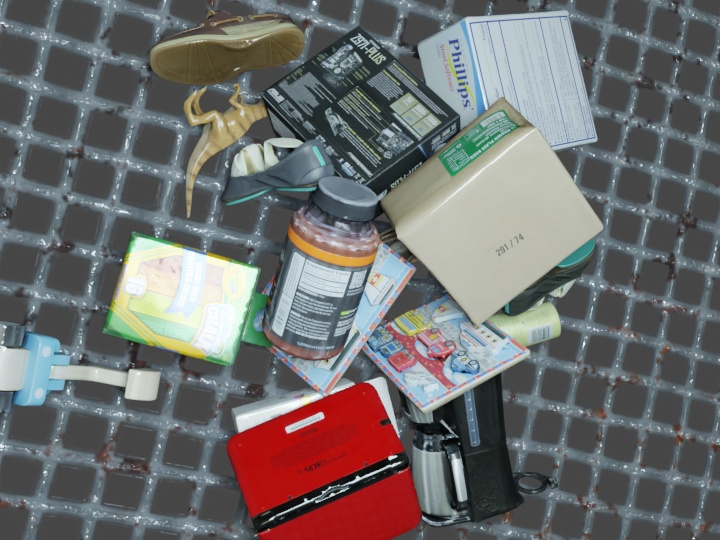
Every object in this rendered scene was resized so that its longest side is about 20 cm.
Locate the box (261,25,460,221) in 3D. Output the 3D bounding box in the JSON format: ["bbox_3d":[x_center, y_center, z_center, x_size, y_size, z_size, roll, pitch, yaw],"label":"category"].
[{"bbox_3d":[0.001,-0.184,1.072,0.164,0.086,0.200,-38,65,-12],"label":"box"}]

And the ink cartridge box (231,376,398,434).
[{"bbox_3d":[-0.056,0.212,1.105,0.199,0.067,0.117,-13,93,-13],"label":"ink cartridge box"}]

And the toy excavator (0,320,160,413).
[{"bbox_3d":[-0.367,0.116,1.015,0.194,0.200,0.100,7,87,30],"label":"toy excavator"}]

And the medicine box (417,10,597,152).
[{"bbox_3d":[0.197,-0.236,1.132,0.199,0.103,0.183,-15,93,-34],"label":"medicine box"}]

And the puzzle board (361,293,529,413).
[{"bbox_3d":[0.097,0.094,1.078,0.150,0.200,0.017,-27,118,-13],"label":"puzzle board"}]

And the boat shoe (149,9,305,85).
[{"bbox_3d":[-0.175,-0.294,1.091,0.199,0.072,0.072,-16,56,-14],"label":"boat shoe"}]

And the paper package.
[{"bbox_3d":[0.154,-0.067,1.018,0.200,0.104,0.191,-38,125,9],"label":"paper package"}]

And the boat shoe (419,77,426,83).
[{"bbox_3d":[0.085,-0.157,1.148,0.071,0.068,0.201,2,89,-14],"label":"boat shoe"}]

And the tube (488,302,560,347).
[{"bbox_3d":[0.177,0.091,1.182,0.199,0.052,0.058,-15,53,-10],"label":"tube"}]

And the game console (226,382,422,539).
[{"bbox_3d":[-0.043,0.263,1.062,0.199,0.119,0.173,-21,63,-11],"label":"game console"}]

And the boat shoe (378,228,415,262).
[{"bbox_3d":[0.000,0.000,1.108,0.199,0.072,0.072,-26,96,-5],"label":"boat shoe"}]

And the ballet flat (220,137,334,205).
[{"bbox_3d":[-0.109,-0.125,1.037,0.073,0.200,0.073,3,85,-43],"label":"ballet flat"}]

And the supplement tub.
[{"bbox_3d":[-0.042,-0.004,0.981,0.106,0.107,0.201,12,115,-14],"label":"supplement tub"}]

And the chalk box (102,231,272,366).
[{"bbox_3d":[-0.194,0.041,1.037,0.199,0.124,0.125,15,85,-10],"label":"chalk box"}]

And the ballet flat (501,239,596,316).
[{"bbox_3d":[0.254,0.010,1.182,0.200,0.068,0.069,-23,128,-38],"label":"ballet flat"}]

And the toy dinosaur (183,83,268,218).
[{"bbox_3d":[-0.183,-0.176,1.084,0.200,0.060,0.106,-46,101,-11],"label":"toy dinosaur"}]

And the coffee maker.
[{"bbox_3d":[0.145,0.209,1.124,0.191,0.135,0.201,-14,103,-31],"label":"coffee maker"}]

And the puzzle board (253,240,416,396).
[{"bbox_3d":[-0.044,0.034,1.072,0.151,0.017,0.200,38,100,18],"label":"puzzle board"}]
